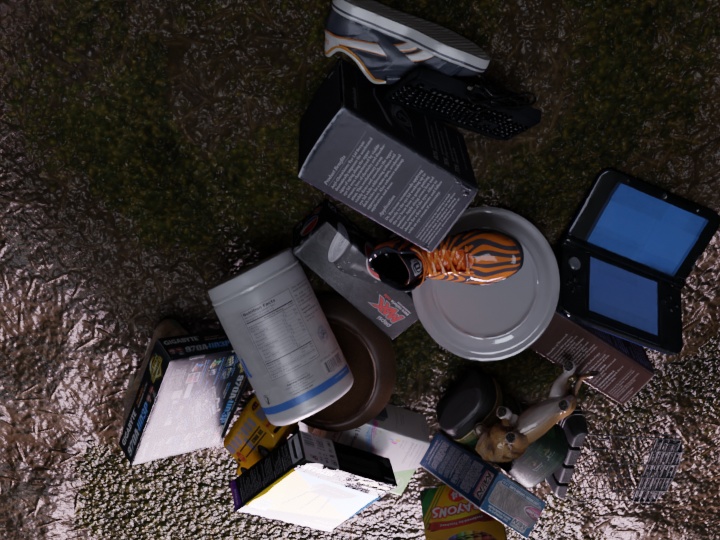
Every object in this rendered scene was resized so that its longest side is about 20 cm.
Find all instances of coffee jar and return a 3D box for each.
[{"bbox_3d":[0.210,0.234,1.478,0.199,0.086,0.104,36,115,-23],"label":"coffee jar"}]

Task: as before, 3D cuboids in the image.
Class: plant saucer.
[{"bbox_3d":[-0.048,0.137,1.389,0.196,0.034,0.205,4,105,15],"label":"plant saucer"}]

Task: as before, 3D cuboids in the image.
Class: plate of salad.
[{"bbox_3d":[0.166,0.018,1.319,0.196,0.048,0.205,0,89,8],"label":"plate of salad"}]

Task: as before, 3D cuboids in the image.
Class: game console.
[{"bbox_3d":[0.374,-0.008,1.320,0.197,0.173,0.119,19,147,-14],"label":"game console"}]

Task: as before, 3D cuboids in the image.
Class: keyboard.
[{"bbox_3d":[0.130,-0.189,1.180,0.197,0.040,0.104,11,154,-32],"label":"keyboard"}]

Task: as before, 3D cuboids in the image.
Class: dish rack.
[{"bbox_3d":[0.399,0.298,1.549,0.196,0.055,0.156,5,123,-8],"label":"dish rack"}]

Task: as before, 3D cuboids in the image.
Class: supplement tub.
[{"bbox_3d":[-0.104,0.088,1.305,0.130,0.132,0.203,-25,94,13],"label":"supplement tub"}]

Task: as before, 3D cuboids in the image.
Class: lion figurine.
[{"bbox_3d":[0.244,0.201,1.366,0.197,0.073,0.123,-27,154,5],"label":"lion figurine"}]

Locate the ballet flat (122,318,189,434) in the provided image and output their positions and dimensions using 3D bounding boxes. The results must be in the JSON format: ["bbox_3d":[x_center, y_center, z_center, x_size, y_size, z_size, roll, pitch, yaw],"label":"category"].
[{"bbox_3d":[-0.296,0.154,1.415,0.067,0.067,0.202,7,121,-46],"label":"ballet flat"}]

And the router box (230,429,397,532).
[{"bbox_3d":[-0.064,0.305,1.414,0.149,0.052,0.198,-39,138,25],"label":"router box"}]

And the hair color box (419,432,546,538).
[{"bbox_3d":[0.176,0.312,1.459,0.099,0.199,0.061,35,84,-23],"label":"hair color box"}]

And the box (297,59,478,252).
[{"bbox_3d":[0.030,-0.140,1.198,0.198,0.149,0.105,28,118,-18],"label":"box"}]

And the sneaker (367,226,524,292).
[{"bbox_3d":[0.100,-0.006,1.238,0.196,0.112,0.079,-2,104,27],"label":"sneaker"}]

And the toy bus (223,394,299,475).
[{"bbox_3d":[-0.146,0.239,1.437,0.078,0.065,0.200,42,146,4],"label":"toy bus"}]

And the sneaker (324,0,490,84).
[{"bbox_3d":[0.051,-0.258,1.167,0.196,0.079,0.080,20,117,-6],"label":"sneaker"}]

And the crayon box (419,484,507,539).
[{"bbox_3d":[0.163,0.412,1.520,0.124,0.201,0.051,-15,123,7],"label":"crayon box"}]

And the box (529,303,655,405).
[{"bbox_3d":[0.309,0.095,1.387,0.198,0.101,0.075,33,116,-21],"label":"box"}]

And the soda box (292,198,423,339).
[{"bbox_3d":[0.000,0.000,1.334,0.071,0.064,0.199,-39,117,20],"label":"soda box"}]

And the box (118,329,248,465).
[{"bbox_3d":[-0.239,0.176,1.395,0.157,0.046,0.202,-7,132,-43],"label":"box"}]

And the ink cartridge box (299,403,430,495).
[{"bbox_3d":[-0.008,0.253,1.489,0.196,0.068,0.118,18,120,-13],"label":"ink cartridge box"}]
